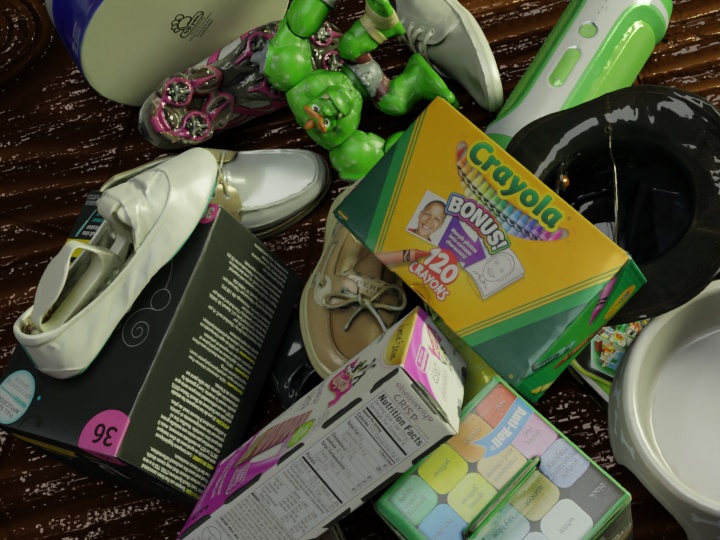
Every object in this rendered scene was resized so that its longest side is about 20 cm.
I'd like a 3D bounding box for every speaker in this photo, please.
[{"bbox_3d":[0.175,-0.153,1.087,0.088,0.089,0.201,27,74,23],"label":"speaker"}]

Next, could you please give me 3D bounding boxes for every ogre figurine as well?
[{"bbox_3d":[-0.001,-0.152,1.106,0.120,0.200,0.098,-37,29,4],"label":"ogre figurine"}]

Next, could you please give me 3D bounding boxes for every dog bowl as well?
[{"bbox_3d":[0.271,0.095,0.927,0.199,0.059,0.201,-5,65,10],"label":"dog bowl"},{"bbox_3d":[-0.163,-0.236,1.142,0.199,0.200,0.079,-31,65,-2],"label":"dog bowl"}]

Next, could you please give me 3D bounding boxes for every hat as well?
[{"bbox_3d":[0.196,-0.036,0.992,0.199,0.081,0.202,-9,66,21],"label":"hat"}]

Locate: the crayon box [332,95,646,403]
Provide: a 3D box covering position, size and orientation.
[{"bbox_3d":[0.089,-0.017,0.952,0.119,0.058,0.200,-48,61,3],"label":"crayon box"}]

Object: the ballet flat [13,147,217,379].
[{"bbox_3d":[-0.176,-0.015,0.952,0.069,0.069,0.200,31,81,24],"label":"ballet flat"}]

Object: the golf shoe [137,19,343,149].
[{"bbox_3d":[-0.105,-0.166,1.165,0.199,0.092,0.073,-25,99,-21],"label":"golf shoe"}]

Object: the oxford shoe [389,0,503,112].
[{"bbox_3d":[0.064,-0.202,1.142,0.057,0.075,0.200,-23,55,-10],"label":"oxford shoe"}]

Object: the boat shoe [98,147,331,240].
[{"bbox_3d":[-0.125,-0.065,1.128,0.199,0.068,0.075,-15,64,6],"label":"boat shoe"}]

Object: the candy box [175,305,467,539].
[{"bbox_3d":[-0.023,0.122,0.912,0.200,0.136,0.061,-38,97,14],"label":"candy box"}]

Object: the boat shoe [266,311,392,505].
[{"bbox_3d":[-0.023,0.098,1.031,0.074,0.066,0.200,-33,63,-2],"label":"boat shoe"}]

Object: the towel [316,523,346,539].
[{"bbox_3d":[-0.079,0.257,0.932,0.200,0.034,0.133,-48,22,3],"label":"towel"}]

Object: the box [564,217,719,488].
[{"bbox_3d":[0.217,0.060,1.008,0.110,0.035,0.200,-40,63,-7],"label":"box"}]

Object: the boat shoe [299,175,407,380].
[{"bbox_3d":[0.000,0.000,1.040,0.073,0.063,0.201,19,50,-19],"label":"boat shoe"}]

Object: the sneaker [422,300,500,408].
[{"bbox_3d":[0.073,0.027,1.023,0.076,0.075,0.201,12,51,-25],"label":"sneaker"}]

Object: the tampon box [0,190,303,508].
[{"bbox_3d":[-0.164,0.060,1.028,0.149,0.126,0.201,7,67,36],"label":"tampon box"}]

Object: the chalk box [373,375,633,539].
[{"bbox_3d":[0.098,0.166,0.895,0.124,0.200,0.124,-44,64,-9],"label":"chalk box"}]
